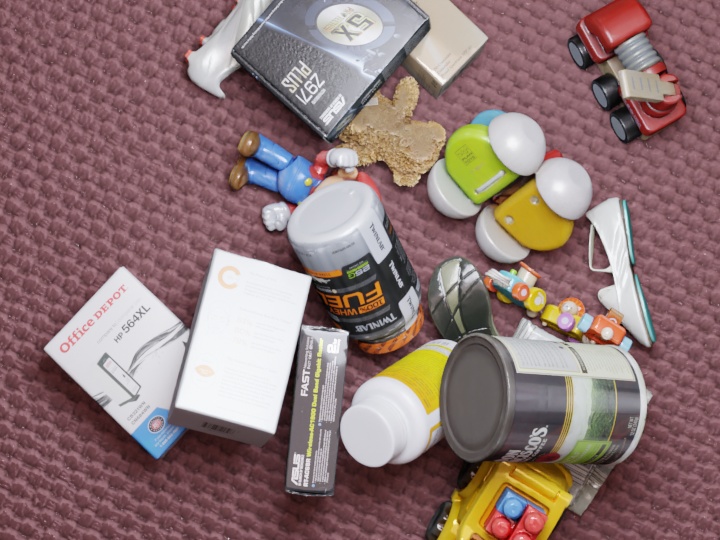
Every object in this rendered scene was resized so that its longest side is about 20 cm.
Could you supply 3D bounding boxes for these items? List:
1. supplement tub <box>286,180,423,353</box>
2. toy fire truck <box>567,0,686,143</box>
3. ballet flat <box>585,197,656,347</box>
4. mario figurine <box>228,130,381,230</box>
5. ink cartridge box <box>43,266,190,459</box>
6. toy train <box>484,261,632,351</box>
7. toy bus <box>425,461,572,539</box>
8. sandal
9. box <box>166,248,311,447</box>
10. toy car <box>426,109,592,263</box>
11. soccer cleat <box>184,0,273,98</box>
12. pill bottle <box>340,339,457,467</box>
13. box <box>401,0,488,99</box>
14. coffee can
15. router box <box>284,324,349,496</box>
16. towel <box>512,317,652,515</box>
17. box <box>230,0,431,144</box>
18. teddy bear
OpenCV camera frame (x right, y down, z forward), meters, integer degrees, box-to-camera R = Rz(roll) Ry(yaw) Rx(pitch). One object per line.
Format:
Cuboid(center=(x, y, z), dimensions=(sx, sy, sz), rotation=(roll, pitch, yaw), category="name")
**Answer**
Cuboid(center=(0.000, 0.000, 1.686), dimensions=(0.122, 0.123, 0.201), rotation=(-33, 124, -7), category="supplement tub")
Cuboid(center=(0.344, -0.262, 1.737), dimensions=(0.128, 0.200, 0.177), rotation=(-28, 85, -7), category="toy fire truck")
Cuboid(center=(0.335, 0.006, 1.779), dimensions=(0.069, 0.069, 0.202), rotation=(-9, 80, -4), category="ballet flat")
Cuboid(center=(-0.069, -0.105, 1.737), dimensions=(0.198, 0.124, 0.107), rotation=(20, 70, 3), category="mario figurine")
Cuboid(center=(-0.276, 0.117, 1.712), dimensions=(0.200, 0.084, 0.146), rotation=(43, 82, 1), category="ink cartridge box")
Cuboid(center=(0.252, 0.039, 1.722), dimensions=(0.199, 0.150, 0.056), rotation=(31, 81, 5), category="toy train")
Cuboid(center=(0.170, 0.315, 1.653), dimensions=(0.135, 0.192, 0.201), rotation=(31, 96, -2), category="toy bus")
Cuboid(center=(0.143, 0.078, 1.759), dimensions=(0.079, 0.057, 0.202), rotation=(-22, 102, 5), category="sandal")
Cuboid(center=(-0.146, 0.095, 1.641), dimensions=(0.123, 0.098, 0.202), rotation=(16, 70, -9), category="box")
Cuboid(center=(0.198, -0.123, 1.741), dimensions=(0.200, 0.175, 0.150), rotation=(41, 43, -13), category="toy car")
Cuboid(center=(-0.147, -0.316, 1.786), dimensions=(0.077, 0.069, 0.200), rotation=(41, 90, -3), category="soccer cleat")
Cuboid(center=(0.062, 0.165, 1.665), dimensions=(0.109, 0.200, 0.110), rotation=(13, 114, 32), category="pill bottle")
Cuboid(center=(0.063, -0.332, 1.790), dimensions=(0.200, 0.078, 0.095), rotation=(43, 84, 3), category="box")
Cuboid(center=(0.213, 0.153, 1.600), dimensions=(0.198, 0.146, 0.148), rotation=(6, 82, -28), category="coffee can")
Cuboid(center=(-0.055, 0.174, 1.685), dimensions=(0.062, 0.150, 0.202), rotation=(5, 83, -2), category="router box")
Cuboid(center=(0.247, 0.189, 1.731), dimensions=(0.199, 0.035, 0.194), rotation=(28, 100, -1), category="towel")
Cuboid(center=(-0.036, -0.288, 1.708), dimensions=(0.164, 0.086, 0.200), rotation=(42, 93, 4), category="box")
Cuboid(center=(0.017, -0.193, 1.785), dimensions=(0.198, 0.067, 0.146), rotation=(17, 73, 5), category="teddy bear")
